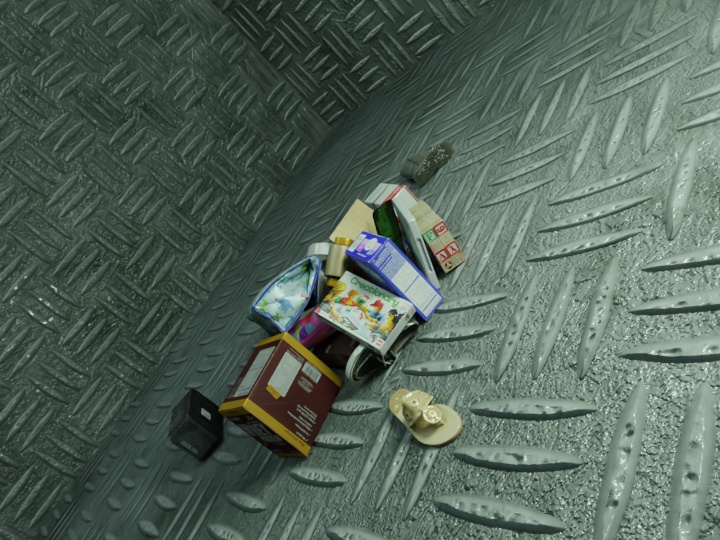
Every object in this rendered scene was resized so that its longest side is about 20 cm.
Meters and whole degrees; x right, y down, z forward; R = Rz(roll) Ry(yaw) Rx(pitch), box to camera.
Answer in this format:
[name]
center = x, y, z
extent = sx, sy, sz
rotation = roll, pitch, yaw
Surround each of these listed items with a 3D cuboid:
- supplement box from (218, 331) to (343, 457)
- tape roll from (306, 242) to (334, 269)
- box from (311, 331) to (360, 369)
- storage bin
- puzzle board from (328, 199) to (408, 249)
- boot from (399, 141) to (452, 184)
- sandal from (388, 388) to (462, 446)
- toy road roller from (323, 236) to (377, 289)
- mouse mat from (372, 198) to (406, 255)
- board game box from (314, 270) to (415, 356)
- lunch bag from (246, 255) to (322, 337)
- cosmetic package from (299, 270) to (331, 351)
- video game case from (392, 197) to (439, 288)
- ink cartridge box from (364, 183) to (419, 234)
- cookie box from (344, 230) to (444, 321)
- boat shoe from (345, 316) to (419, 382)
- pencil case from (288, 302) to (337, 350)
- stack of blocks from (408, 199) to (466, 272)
[supplement box]
center = -0.182, 0.293, 1.296
extent = 0.132, 0.197, 0.201
rotation = -22, 31, 49
[tape roll]
center = -0.060, -0.032, 1.641
extent = 0.202, 0.201, 0.038
rotation = -13, 64, 57
[box]
center = -0.031, 0.185, 1.369
extent = 0.199, 0.075, 0.101
rotation = -10, 43, 57
[storage bin]
center = -0.504, 0.472, 1.712
extent = 0.094, 0.135, 0.200
rotation = -47, 20, 0
[puzzle board]
center = 0.029, -0.085, 1.564
extent = 0.152, 0.199, 0.017
rotation = -55, 3, -21
[boot]
center = 0.220, -0.374, 1.895
extent = 0.182, 0.073, 0.200
rotation = -43, 14, 8
[sandal]
center = 0.093, 0.249, 1.001
extent = 0.078, 0.070, 0.211
rotation = -52, 21, -12
[toy road roller]
center = 0.000, 0.000, 1.429
extent = 0.200, 0.144, 0.125
rotation = 39, -120, -73
[mouse mat]
center = 0.078, -0.073, 1.454
extent = 0.007, 0.203, 0.161
rotation = -12, -5, -18
[board game box]
center = 0.008, 0.091, 1.238
extent = 0.198, 0.035, 0.127
rotation = 25, 67, 34
[lunch bag]
center = -0.178, 0.061, 1.388
extent = 0.201, 0.127, 0.170
rotation = -55, 9, -21
[cosmetic package]
center = -0.143, 0.112, 1.592
extent = 0.200, 0.165, 0.165
rotation = -47, 21, 2
[video game case]
center = 0.132, -0.069, 1.348
extent = 0.022, 0.184, 0.200
rotation = -22, 22, 2
[ink cartridge box]
center = 0.111, -0.173, 1.621
extent = 0.084, 0.144, 0.200
rotation = -47, 21, -6
[cookie box]
center = 0.077, 0.009, 1.282
extent = 0.075, 0.200, 0.171
rotation = -48, 21, -6
[boat shoe]
center = 0.048, 0.175, 1.226
extent = 0.200, 0.071, 0.064
rotation = -48, 44, -1
[pencil case]
center = -0.096, 0.130, 1.378
extent = 0.199, 0.088, 0.089
rotation = -39, 22, 32
[stack of blocks]
center = 0.179, -0.088, 1.361
extent = 0.058, 0.116, 0.200
rotation = -33, 22, 6
